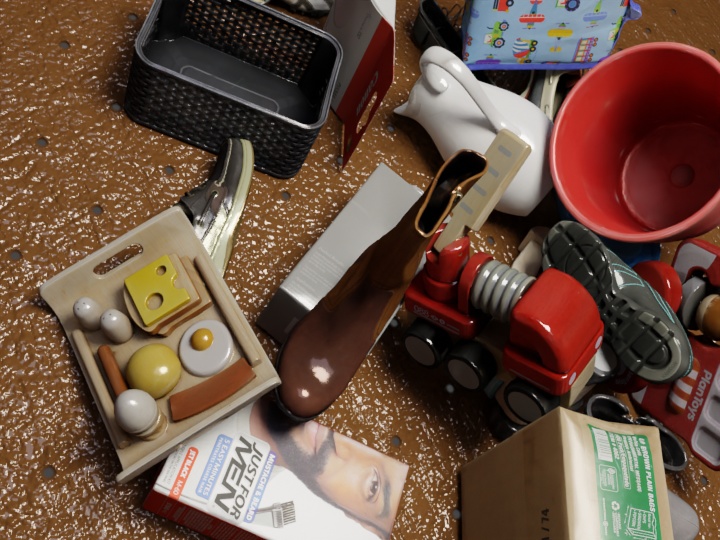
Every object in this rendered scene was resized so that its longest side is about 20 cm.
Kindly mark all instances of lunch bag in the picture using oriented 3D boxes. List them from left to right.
[{"bbox_3d":[0.222,-0.305,0.944,0.197,0.152,0.095,7,46,-1],"label":"lunch bag"}]

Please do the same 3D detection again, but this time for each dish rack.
[{"bbox_3d":[0.171,-0.291,1.080,0.199,0.055,0.154,-24,76,-33],"label":"dish rack"}]

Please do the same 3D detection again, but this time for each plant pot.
[{"bbox_3d":[0.325,-0.117,0.896,0.177,0.199,0.203,14,52,-55],"label":"plant pot"}]

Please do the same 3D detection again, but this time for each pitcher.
[{"bbox_3d":[0.138,-0.158,0.926,0.200,0.172,0.122,41,87,3],"label":"pitcher"}]

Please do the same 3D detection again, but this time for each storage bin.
[{"bbox_3d":[-0.132,-0.202,0.874,0.198,0.094,0.137,20,57,-12],"label":"storage bin"}]

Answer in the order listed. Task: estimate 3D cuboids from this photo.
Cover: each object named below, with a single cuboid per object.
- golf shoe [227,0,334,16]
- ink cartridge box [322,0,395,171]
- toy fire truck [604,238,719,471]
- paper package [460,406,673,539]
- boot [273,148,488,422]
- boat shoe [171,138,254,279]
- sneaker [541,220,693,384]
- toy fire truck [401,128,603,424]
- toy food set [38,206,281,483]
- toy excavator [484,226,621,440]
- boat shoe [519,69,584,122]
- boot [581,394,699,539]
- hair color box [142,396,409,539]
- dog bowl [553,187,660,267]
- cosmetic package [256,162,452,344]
[{"bbox_3d":[-0.075,-0.357,0.984,0.198,0.095,0.078,-13,68,-31],"label":"golf shoe"},{"bbox_3d":[-0.008,-0.238,0.905,0.056,0.163,0.202,16,58,-13],"label":"ink cartridge box"},{"bbox_3d":[0.354,0.080,0.864,0.111,0.202,0.168,1,24,-31],"label":"toy fire truck"},{"bbox_3d":[0.169,0.245,0.703,0.102,0.191,0.202,14,57,-17],"label":"paper package"},{"bbox_3d":[0.016,0.018,0.654,0.068,0.200,0.188,43,56,0],"label":"boot"},{"bbox_3d":[-0.149,-0.049,0.794,0.064,0.073,0.202,20,57,-19],"label":"boat shoe"},{"bbox_3d":[0.255,0.033,0.834,0.079,0.076,0.201,8,42,-48],"label":"sneaker"},{"bbox_3d":[0.128,0.003,0.728,0.175,0.202,0.129,26,54,31],"label":"toy fire truck"},{"bbox_3d":[-0.169,0.053,0.681,0.143,0.061,0.201,-31,61,-6],"label":"toy food set"},{"bbox_3d":[0.186,0.051,0.883,0.193,0.100,0.201,-15,62,-31],"label":"toy excavator"},{"bbox_3d":[0.245,-0.236,1.038,0.071,0.062,0.202,39,70,-43],"label":"boat shoe"},{"bbox_3d":[0.273,0.203,0.807,0.198,0.132,0.070,28,55,-7],"label":"boot"},{"bbox_3d":[-0.069,0.183,0.710,0.198,0.064,0.112,26,55,-10],"label":"hair color box"},{"bbox_3d":[0.293,-0.074,1.019,0.110,0.050,0.202,5,62,-21],"label":"dog bowl"},{"bbox_3d":[0.000,0.000,0.828,0.107,0.090,0.200,39,52,0],"label":"cosmetic package"}]
